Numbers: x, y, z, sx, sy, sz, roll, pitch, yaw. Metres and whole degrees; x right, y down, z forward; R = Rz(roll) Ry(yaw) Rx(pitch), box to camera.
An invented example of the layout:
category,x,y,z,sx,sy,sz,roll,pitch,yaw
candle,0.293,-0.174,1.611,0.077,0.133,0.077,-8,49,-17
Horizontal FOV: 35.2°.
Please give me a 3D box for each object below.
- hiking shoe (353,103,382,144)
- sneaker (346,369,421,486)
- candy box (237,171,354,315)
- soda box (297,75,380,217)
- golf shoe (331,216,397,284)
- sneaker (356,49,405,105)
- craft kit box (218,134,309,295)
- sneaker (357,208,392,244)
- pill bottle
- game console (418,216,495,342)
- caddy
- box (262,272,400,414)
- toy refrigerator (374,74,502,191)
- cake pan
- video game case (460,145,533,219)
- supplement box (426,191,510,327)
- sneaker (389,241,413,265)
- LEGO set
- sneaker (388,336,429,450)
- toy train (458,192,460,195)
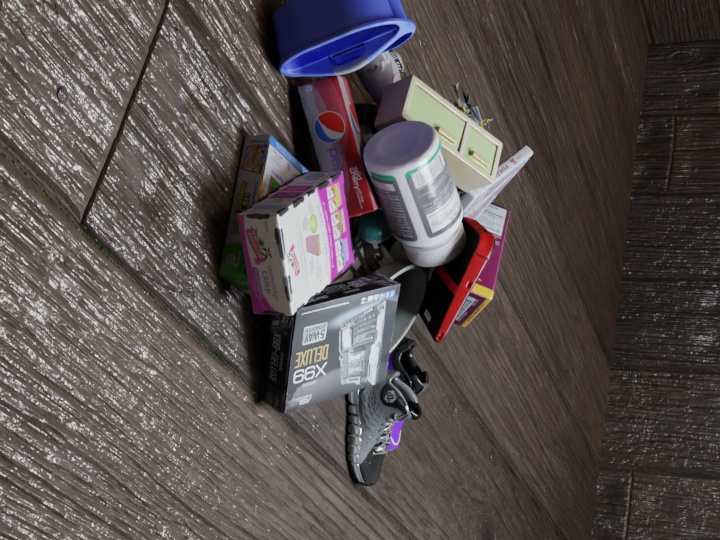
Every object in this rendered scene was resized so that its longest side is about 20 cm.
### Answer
category,x,y,z,sx,sy,sz,roll,pitch,yaw
hiking shoe,0.029,-0.200,1.779,0.200,0.101,0.076,39,56,-60
sneaker,0.042,0.250,1.797,0.075,0.115,0.200,-26,114,-63
candy box,-0.080,-0.040,1.486,0.200,0.061,0.136,-41,128,-60
soda box,-0.029,-0.176,1.632,0.070,0.063,0.200,-36,110,-78
golf shoe,0.000,0.000,1.729,0.078,0.094,0.200,62,38,-49
sneaker,-0.005,-0.337,1.702,0.115,0.075,0.200,-11,79,-61
craft kit box,-0.111,-0.054,1.542,0.200,0.048,0.198,42,51,-59
sneaker,0.053,-0.136,1.739,0.200,0.071,0.080,-61,168,-24
pill bottle,0.084,-0.107,1.647,0.113,0.113,0.200,-67,146,-41
game console,0.145,0.010,1.741,0.200,0.031,0.177,-110,-137,-78
caddy,-0.024,-0.323,1.558,0.141,0.200,0.105,-5,78,-67
box,-0.040,0.098,1.570,0.200,0.050,0.158,-12,118,-44
toy refrigerator,0.122,-0.204,1.704,0.200,0.070,0.076,33,60,-31
cake pan,0.028,0.068,1.735,0.200,0.037,0.200,-42,153,-27
video game case,0.188,-0.109,1.896,0.182,0.023,0.200,-38,170,-40
supplement box,0.189,-0.020,2.074,0.131,0.103,0.200,124,-15,-57
sneaker,0.047,0.004,1.831,0.076,0.092,0.200,41,56,-61
LEGO set,0.175,-0.209,1.879,0.200,0.116,0.154,60,12,-76
sneaker,0.064,0.201,1.862,0.070,0.099,0.200,-17,105,-63
toy train,0.113,-0.136,1.994,0.200,0.087,0.114,-52,131,-53
